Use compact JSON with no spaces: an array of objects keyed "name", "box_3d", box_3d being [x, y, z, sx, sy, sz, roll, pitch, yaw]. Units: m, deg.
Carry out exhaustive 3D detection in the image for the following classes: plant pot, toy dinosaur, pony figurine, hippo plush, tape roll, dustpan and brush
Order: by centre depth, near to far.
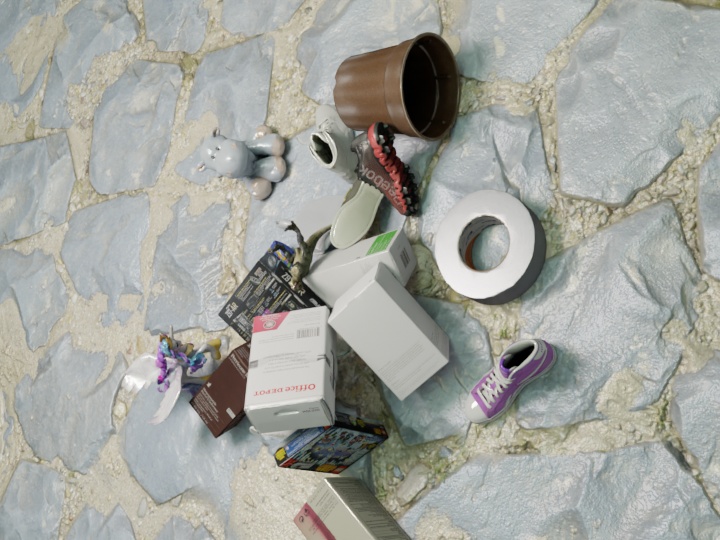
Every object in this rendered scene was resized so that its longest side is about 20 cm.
[{"name":"tape roll","box_3d":[0.237,-0.043,1.560,0.197,0.066,0.204,-9,73,30]},{"name":"toy dinosaur","box_3d":[-0.121,-0.041,1.651,0.047,0.088,0.202,-39,20,46]},{"name":"plant pot","box_3d":[0.064,-0.357,1.680,0.196,0.199,0.204,6,81,40]},{"name":"dustpan and brush","box_3d":[-0.113,-0.099,1.798,0.197,0.057,0.141,12,65,32]},{"name":"pony figurine","box_3d":[-0.392,0.214,1.805,0.166,0.199,0.195,34,96,32]},{"name":"hippo plush","box_3d":[-0.270,-0.265,1.871,0.198,0.160,0.161,29,94,33]}]

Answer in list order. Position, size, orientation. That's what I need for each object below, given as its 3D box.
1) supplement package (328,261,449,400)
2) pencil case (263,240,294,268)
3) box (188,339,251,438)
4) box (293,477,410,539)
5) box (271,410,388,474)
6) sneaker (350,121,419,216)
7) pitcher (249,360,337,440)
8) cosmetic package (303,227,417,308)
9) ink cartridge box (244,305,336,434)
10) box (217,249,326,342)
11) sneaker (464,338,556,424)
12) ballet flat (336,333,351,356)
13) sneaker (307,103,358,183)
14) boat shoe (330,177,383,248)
[{"name":"supplement package","box_3d":[0.055,0.108,1.547,0.121,0.120,0.200,-40,98,16]},{"name":"pencil case","box_3d":[-0.203,0.037,1.804,0.087,0.078,0.202,41,100,39]},{"name":"box","box_3d":[-0.258,0.244,1.745,0.100,0.075,0.200,49,122,11]},{"name":"box","box_3d":[-0.005,0.485,1.541,0.200,0.127,0.110,44,102,32]},{"name":"box","box_3d":[-0.053,0.319,1.568,0.136,0.199,0.040,-38,58,18]},{"name":"sneaker","box_3d":[0.044,-0.189,1.659,0.096,0.202,0.071,-14,30,28]},{"name":"pitcher","box_3d":[-0.103,0.258,1.671,0.121,0.170,0.203,-11,50,62]},{"name":"cosmetic package","box_3d":[0.000,0.000,1.659,0.197,0.108,0.086,-17,111,25]},{"name":"ink cartridge box","box_3d":[-0.118,0.174,1.496,0.143,0.086,0.202,-9,46,10]},{"name":"box","box_3d":[-0.179,0.080,1.697,0.160,0.044,0.200,43,131,1]},{"name":"sneaker","box_3d":[0.240,0.186,1.473,0.201,0.114,0.073,-47,60,14]},{"name":"ballet flat","box_3d":[-0.111,0.132,1.616,0.196,0.072,0.073,-5,74,7]},{"name":"sneaker","box_3d":[-0.067,-0.285,1.779,0.073,0.115,0.202,-35,61,21]},{"name":"boat shoe","box_3d":[-0.002,-0.130,1.712,0.204,0.071,0.060,-60,13,-11]}]
